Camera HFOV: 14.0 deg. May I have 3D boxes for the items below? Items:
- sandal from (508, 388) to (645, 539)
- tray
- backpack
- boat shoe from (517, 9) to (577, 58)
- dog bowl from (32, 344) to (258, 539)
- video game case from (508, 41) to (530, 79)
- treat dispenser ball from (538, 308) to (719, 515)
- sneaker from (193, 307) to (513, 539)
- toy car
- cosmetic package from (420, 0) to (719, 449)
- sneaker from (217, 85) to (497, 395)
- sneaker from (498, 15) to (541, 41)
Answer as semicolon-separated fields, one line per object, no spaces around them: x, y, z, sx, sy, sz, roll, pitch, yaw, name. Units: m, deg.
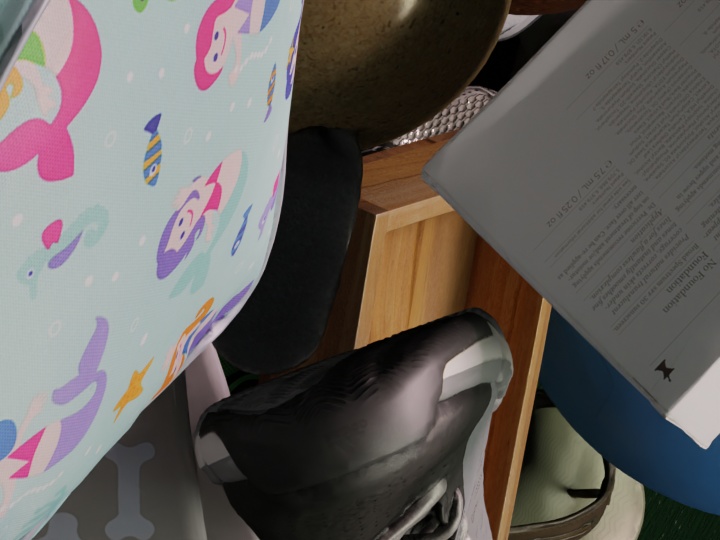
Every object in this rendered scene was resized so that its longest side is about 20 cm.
0.058;0.073;1.064;0.201;0.057;0.080;37;66;-54;sandal
0.007;0.061;0.867;0.099;0.037;0.200;-18;123;-49;tray
-0.101;-0.032;0.510;0.200;0.150;0.178;-41;149;-44;backpack
0.101;-0.164;1.016;0.071;0.091;0.200;-13;152;-41;boat shoe
-0.054;0.095;0.732;0.200;0.059;0.201;-11;90;-88;dog bowl
0.125;-0.160;1.157;0.182;0.022;0.200;0;110;-70;video game case
0.149;-0.012;1.016;0.201;0.201;0.201;-53;156;-36;treat dispenser ball
0.016;0.075;0.702;0.200;0.075;0.116;59;11;-86;sneaker
-0.001;-0.074;0.720;0.200;0.164;0.158;-54;158;-11;toy car
0.115;-0.061;0.652;0.200;0.083;0.051;-45;156;3;cosmetic package
0.000;0.000;0.907;0.200;0.078;0.085;-49;153;-42;sneaker
0.063;-0.158;0.924;0.200;0.078;0.140;-60;163;5;sneaker
